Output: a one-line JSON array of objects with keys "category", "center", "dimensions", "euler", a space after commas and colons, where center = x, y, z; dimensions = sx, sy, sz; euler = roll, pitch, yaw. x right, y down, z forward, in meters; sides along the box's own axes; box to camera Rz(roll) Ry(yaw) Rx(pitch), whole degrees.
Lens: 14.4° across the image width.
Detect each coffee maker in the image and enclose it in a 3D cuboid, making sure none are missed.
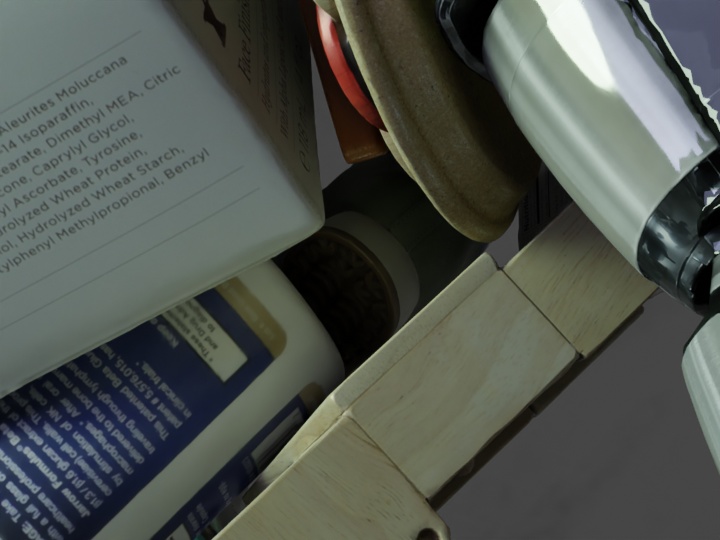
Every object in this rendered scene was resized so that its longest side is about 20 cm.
[{"category": "coffee maker", "center": [0.141, -0.047, 0.804], "dimensions": [0.192, 0.134, 0.200], "euler": [-54, 54, 37]}]

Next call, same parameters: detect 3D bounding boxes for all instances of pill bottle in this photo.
[{"category": "pill bottle", "center": [-0.111, 0.068, 0.994], "dimensions": [0.200, 0.111, 0.111], "euler": [-44, 32, -13]}]

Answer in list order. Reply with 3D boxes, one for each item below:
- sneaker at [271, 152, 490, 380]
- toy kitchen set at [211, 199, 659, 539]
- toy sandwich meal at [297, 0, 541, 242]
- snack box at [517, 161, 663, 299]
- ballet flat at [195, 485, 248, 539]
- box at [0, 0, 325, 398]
[{"category": "sneaker", "center": [0.000, 0.000, 1.082], "dimensions": [0.090, 0.067, 0.200], "euler": [-41, 2, -25]}, {"category": "toy kitchen set", "center": [0.051, 0.109, 0.942], "dimensions": [0.200, 0.181, 0.163], "euler": [-42, -2, -19]}, {"category": "toy sandwich meal", "center": [0.000, -0.095, 0.928], "dimensions": [0.070, 0.205, 0.206], "euler": [-16, 55, 17]}, {"category": "snack box", "center": [0.087, -0.078, 1.034], "dimensions": [0.072, 0.024, 0.201], "euler": [-30, 50, 43]}, {"category": "ballet flat", "center": [-0.113, 0.138, 1.171], "dimensions": [0.200, 0.067, 0.064], "euler": [-43, 14, 31]}, {"category": "box", "center": [-0.128, -0.072, 0.962], "dimensions": [0.199, 0.131, 0.199], "euler": [-27, 34, 16]}]
